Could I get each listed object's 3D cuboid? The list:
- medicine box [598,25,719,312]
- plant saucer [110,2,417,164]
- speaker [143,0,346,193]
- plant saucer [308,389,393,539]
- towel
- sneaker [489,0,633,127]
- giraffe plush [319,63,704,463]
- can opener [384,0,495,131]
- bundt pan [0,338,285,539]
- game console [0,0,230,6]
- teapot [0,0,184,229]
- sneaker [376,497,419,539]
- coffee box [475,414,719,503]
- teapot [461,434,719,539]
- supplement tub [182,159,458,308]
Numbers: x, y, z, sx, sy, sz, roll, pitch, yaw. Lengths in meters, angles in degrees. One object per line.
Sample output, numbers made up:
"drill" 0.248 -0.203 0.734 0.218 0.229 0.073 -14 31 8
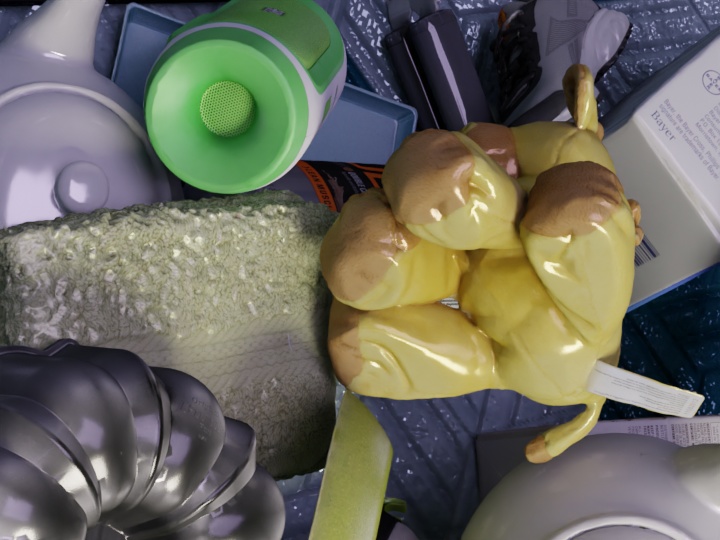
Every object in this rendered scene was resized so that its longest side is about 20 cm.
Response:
"medicine box" 0.210 -0.076 1.080 0.200 0.182 0.103 -39 91 -29
"plant saucer" -0.057 -0.092 1.029 0.199 0.019 0.070 18 74 -28
"speaker" -0.056 -0.098 0.907 0.088 0.200 0.089 1 105 5
"plant saucer" -0.013 0.159 0.841 0.031 0.200 0.201 10 75 2
"towel" -0.085 0.038 0.831 0.199 0.036 0.149 -5 96 -42
"sneaker" 0.109 -0.121 1.080 0.079 0.074 0.200 37 35 -7
"giraffe plush" 0.084 -0.022 0.890 0.199 0.173 0.163 29 39 -16
"can opener" 0.049 -0.144 1.080 0.066 0.053 0.201 -19 93 -32
"bundt pan" -0.106 0.125 0.720 0.201 0.076 0.203 9 77 -42
"game console" -0.132 -0.242 0.949 0.199 0.119 0.173 -6 85 -31
"teapot" -0.165 -0.023 0.880 0.197 0.146 0.200 -42 105 -28
"sneaker" -0.043 0.202 0.976 0.200 0.072 0.083 -34 61 -22
"coffee box" 0.186 0.132 1.084 0.199 0.113 0.080 0 82 -31
"teapot" 0.132 0.184 0.897 0.196 0.146 0.201 -10 90 8
"supplement tub" 0.000 0.000 0.988 0.199 0.122 0.123 1 82 -31
